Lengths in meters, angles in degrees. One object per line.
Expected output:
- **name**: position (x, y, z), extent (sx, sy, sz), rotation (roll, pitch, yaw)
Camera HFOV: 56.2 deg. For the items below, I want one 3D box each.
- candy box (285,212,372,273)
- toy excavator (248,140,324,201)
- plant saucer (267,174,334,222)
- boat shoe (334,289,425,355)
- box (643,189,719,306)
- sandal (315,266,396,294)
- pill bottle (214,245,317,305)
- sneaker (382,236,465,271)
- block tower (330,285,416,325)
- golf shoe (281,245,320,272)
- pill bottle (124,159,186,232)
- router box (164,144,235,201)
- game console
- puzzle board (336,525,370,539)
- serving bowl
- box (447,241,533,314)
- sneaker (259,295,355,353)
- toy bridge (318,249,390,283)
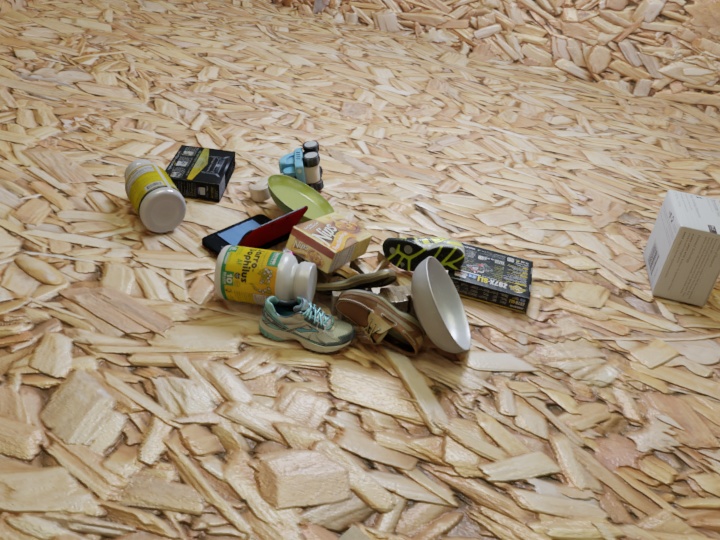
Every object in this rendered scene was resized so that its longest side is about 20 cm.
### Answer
- **candy box**: position (-0.065, -0.066, 1.498), extent (0.114, 0.056, 0.199), rotation (30, 25, 16)
- **toy excavator**: position (-0.201, -0.258, 1.837), extent (0.194, 0.102, 0.196), rotation (-8, 36, 0)
- **plant saucer**: position (-0.154, -0.173, 1.711), extent (0.197, 0.031, 0.201), rotation (28, 24, -13)
- **boat shoe**: position (0.041, 0.106, 1.342), extent (0.196, 0.076, 0.075), rotation (24, 44, -8)
- **box**: position (0.802, -0.058, 1.662), extent (0.127, 0.204, 0.200), rotation (12, 34, 7)
- **sandal**: position (-0.019, 0.015, 1.443), extent (0.195, 0.080, 0.056), rotation (-13, 75, 15)
- **pill bottle**: position (-0.193, 0.015, 1.396), extent (0.194, 0.115, 0.114), rotation (8, 33, 9)
- **sneaker**: position (0.148, -0.043, 1.574), extent (0.194, 0.077, 0.077), rotation (9, 26, 13)
- **block tower**: position (0.037, 0.074, 1.432), extent (0.194, 0.055, 0.058), rotation (-4, 35, -16)
- **golf shoe**: position (-0.121, -0.027, 1.524), extent (0.090, 0.074, 0.200), rotation (23, 37, 18)
- **pill bottle**: position (-0.504, -0.187, 1.632), extent (0.110, 0.115, 0.200), rotation (-13, 40, -29)
- **router box**: position (-0.431, -0.264, 1.811), extent (0.153, 0.053, 0.202), rotation (8, 35, -1)
- **game console**: position (-0.247, -0.106, 1.569), extent (0.171, 0.121, 0.198), rotation (31, 40, 29)
- **puzzle board**: position (0.011, 0.459, 0.912), extent (0.198, 0.018, 0.149), rotation (33, 40, 30)
- **serving bowl**: position (0.154, 0.078, 1.370), extent (0.065, 0.202, 0.202), rotation (-25, 28, 20)
- **box**: position (0.303, 0.013, 1.585), extent (0.195, 0.050, 0.161), rotation (15, 37, 8)
- **sneaker**: position (-0.105, 0.101, 1.332), extent (0.194, 0.088, 0.078), rotation (9, 35, 1)
- **toy bridge**: position (0.000, 0.000, 1.554), extent (0.197, 0.028, 0.067), rotation (-18, 45, -34)
